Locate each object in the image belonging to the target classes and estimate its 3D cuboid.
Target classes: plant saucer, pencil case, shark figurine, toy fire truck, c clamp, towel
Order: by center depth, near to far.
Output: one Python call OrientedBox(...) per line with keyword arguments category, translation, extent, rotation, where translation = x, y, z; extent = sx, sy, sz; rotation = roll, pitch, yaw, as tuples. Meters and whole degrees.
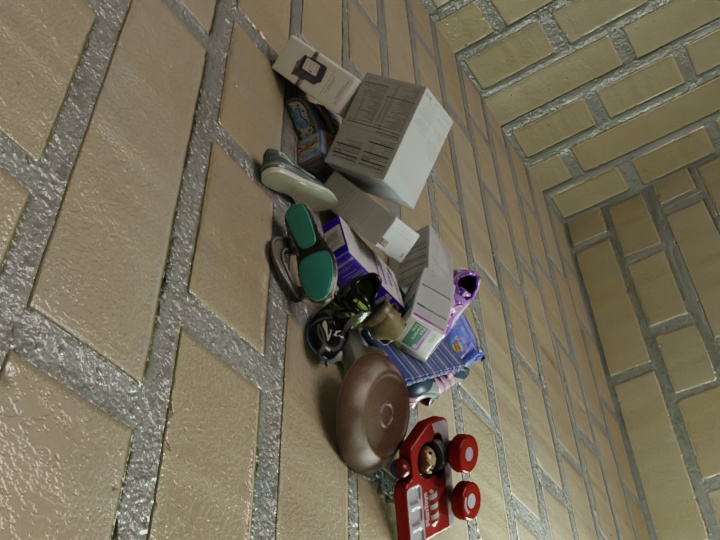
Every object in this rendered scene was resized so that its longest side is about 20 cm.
OrientedBox(category="plant saucer", translation=(0.031, 0.236, 1.409), extent=(0.200, 0.037, 0.202), rotation=(-1, 92, -56))
OrientedBox(category="toy fire truck", translation=(0.114, 0.358, 1.451), extent=(0.168, 0.112, 0.201), rotation=(-9, 96, -52))
OrientedBox(category="c clamp", translation=(-0.089, 0.015, 1.491), extent=(0.200, 0.027, 0.172), rotation=(7, 60, -65))
OrientedBox(category="shark figurine", translation=(0.020, 0.172, 1.492), extent=(0.215, 0.089, 0.128), rotation=(61, 26, -11))
OrientedBox(category="towel", translation=(0.102, 0.155, 1.655), extent=(0.199, 0.024, 0.145), rotation=(-6, 48, -48))
OrientedBox(category="pencil case", translation=(0.218, 0.132, 1.987), extent=(0.078, 0.087, 0.201), rotation=(-19, 83, -51))

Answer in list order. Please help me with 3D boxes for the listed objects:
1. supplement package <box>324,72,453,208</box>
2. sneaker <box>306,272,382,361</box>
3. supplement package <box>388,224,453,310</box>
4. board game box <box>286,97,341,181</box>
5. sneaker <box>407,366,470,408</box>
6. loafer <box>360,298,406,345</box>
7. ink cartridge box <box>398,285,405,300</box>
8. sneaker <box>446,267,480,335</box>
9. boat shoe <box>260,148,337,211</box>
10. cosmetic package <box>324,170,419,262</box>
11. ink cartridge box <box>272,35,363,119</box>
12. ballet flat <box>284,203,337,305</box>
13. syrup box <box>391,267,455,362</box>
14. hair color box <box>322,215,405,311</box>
OrientedBox(category="supplement package", translation=(0.059, -0.258, 1.703), extent=(0.152, 0.150, 0.201), rotation=(35, 79, -58))
OrientedBox(category="sneaker", translation=(-0.025, 0.070, 1.449), extent=(0.071, 0.083, 0.200), rotation=(42, 51, -6))
OrientedBox(category="supplement package", translation=(0.132, 0.012, 1.883), extent=(0.114, 0.109, 0.200), rotation=(53, 24, -25))
OrientedBox(category="board game box", translation=(-0.075, -0.266, 1.773), extent=(0.200, 0.061, 0.201), rotation=(2, 65, -67))
OrientedBox(category="sneaker", translation=(0.147, 0.228, 1.718), extent=(0.199, 0.070, 0.082), rotation=(1, 97, -47))
OrientedBox(category="loafer", translation=(0.040, 0.097, 1.544), extent=(0.068, 0.076, 0.200), rotation=(52, 1, 1))
OrientedBox(category="ink cartridge box", translation=(0.103, 0.127, 1.783), extent=(0.200, 0.044, 0.094), rotation=(54, 26, -26))
OrientedBox(category="sneaker", translation=(0.205, 0.072, 1.906), extent=(0.080, 0.088, 0.201), rotation=(39, 71, -13))
OrientedBox(category="boat shoe", translation=(-0.110, -0.166, 1.575), extent=(0.200, 0.073, 0.062), rotation=(25, 48, -51))
OrientedBox(category="cosmetic package", translation=(0.013, -0.106, 1.670), extent=(0.200, 0.074, 0.102), rotation=(38, 3, 37))
OrientedBox(category="ink cartridge box", translation=(-0.065, -0.389, 1.782), extent=(0.200, 0.085, 0.145), rotation=(40, 10, 28))
OrientedBox(category="ballet flat", translation=(-0.076, -0.023, 1.452), extent=(0.072, 0.072, 0.201), rotation=(31, 35, -54))
OrientedBox(category="syrup box", translation=(0.125, 0.084, 1.679), extent=(0.081, 0.079, 0.200), rotation=(30, 30, -3))
OrientedBox(category="hair color box", translation=(0.000, 0.000, 1.639), extent=(0.200, 0.065, 0.110), rotation=(44, 20, -38))
